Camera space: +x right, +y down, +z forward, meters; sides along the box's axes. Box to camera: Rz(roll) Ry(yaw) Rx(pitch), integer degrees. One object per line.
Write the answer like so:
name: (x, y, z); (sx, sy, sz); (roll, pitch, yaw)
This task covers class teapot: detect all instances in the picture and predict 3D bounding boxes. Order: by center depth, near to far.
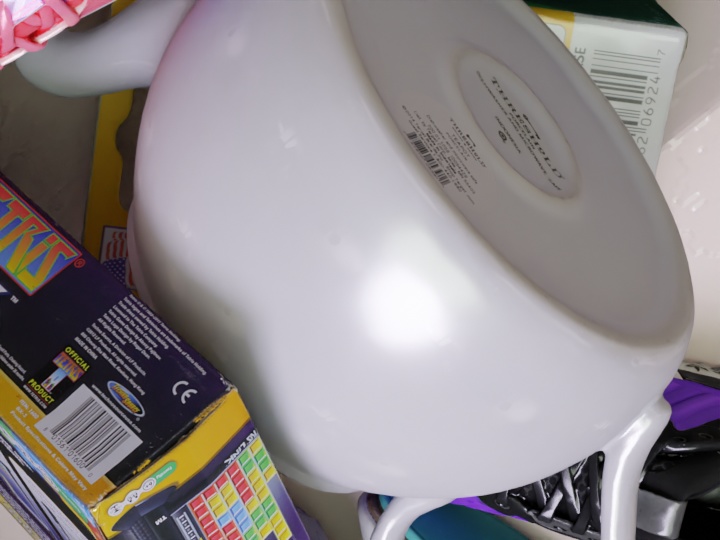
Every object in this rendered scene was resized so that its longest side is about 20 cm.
teapot: (0.000, 0.000, 0.721); (0.197, 0.201, 0.146); (32, 122, -34)

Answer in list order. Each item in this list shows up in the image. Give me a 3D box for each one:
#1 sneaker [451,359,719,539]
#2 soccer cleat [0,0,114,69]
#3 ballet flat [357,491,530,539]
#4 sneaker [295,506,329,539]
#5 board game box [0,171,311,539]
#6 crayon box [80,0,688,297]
sneaker: (0.089, 0.068, 0.851); (0.199, 0.100, 0.070); (8, 109, -10)
soccer cleat: (-0.132, -0.070, 0.680); (0.199, 0.077, 0.067); (-17, 146, 14)
ballet flat: (0.074, 0.149, 0.906); (0.199, 0.070, 0.070); (25, 107, -19)
sneaker: (-0.018, 0.130, 0.879); (0.074, 0.082, 0.200); (-21, 134, 13)
board game box: (-0.091, 0.047, 0.727); (0.057, 0.200, 0.166); (-40, 142, -14)
crayon box: (0.004, -0.044, 0.822); (0.199, 0.052, 0.127); (6, 109, -10)
